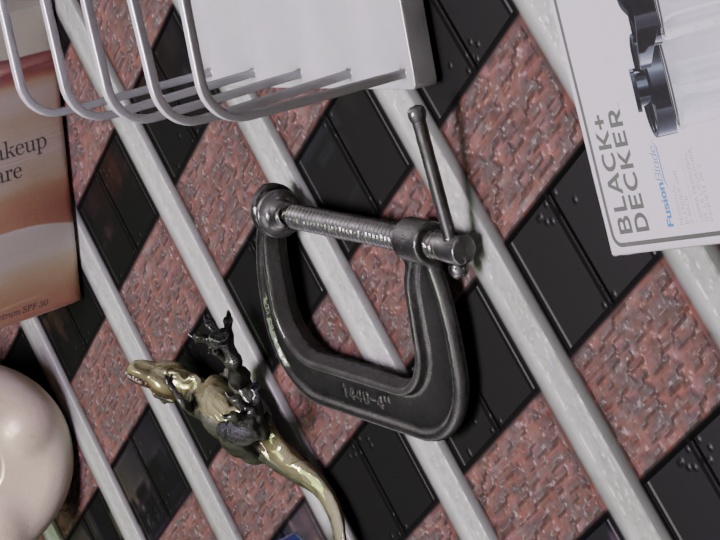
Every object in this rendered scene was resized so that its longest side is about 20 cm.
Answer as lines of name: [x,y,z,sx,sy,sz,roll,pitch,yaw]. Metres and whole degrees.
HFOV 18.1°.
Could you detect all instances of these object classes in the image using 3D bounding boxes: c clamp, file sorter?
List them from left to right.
file sorter: [-0.079,-0.144,1.071,0.200,0.124,0.140,8,112,56]
c clamp: [0.000,0.000,1.119,0.200,0.027,0.172,4,113,56]

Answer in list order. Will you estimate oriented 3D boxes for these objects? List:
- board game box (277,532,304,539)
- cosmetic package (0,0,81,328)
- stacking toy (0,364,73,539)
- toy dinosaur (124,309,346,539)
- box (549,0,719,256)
board game box: [0.008,0.276,1.207,0.200,0.043,0.200,40,143,42]
cosmetic package: [-0.242,-0.071,1.395,0.087,0.103,0.201,26,128,48]
stacking toy: [-0.283,0.106,1.563,0.200,0.145,0.147,-133,34,-66]
toy dinosaur: [-0.064,0.081,1.239,0.200,0.047,0.088,39,154,39]
box: [0.156,-0.072,0.790,0.200,0.060,0.117,-5,101,59]
